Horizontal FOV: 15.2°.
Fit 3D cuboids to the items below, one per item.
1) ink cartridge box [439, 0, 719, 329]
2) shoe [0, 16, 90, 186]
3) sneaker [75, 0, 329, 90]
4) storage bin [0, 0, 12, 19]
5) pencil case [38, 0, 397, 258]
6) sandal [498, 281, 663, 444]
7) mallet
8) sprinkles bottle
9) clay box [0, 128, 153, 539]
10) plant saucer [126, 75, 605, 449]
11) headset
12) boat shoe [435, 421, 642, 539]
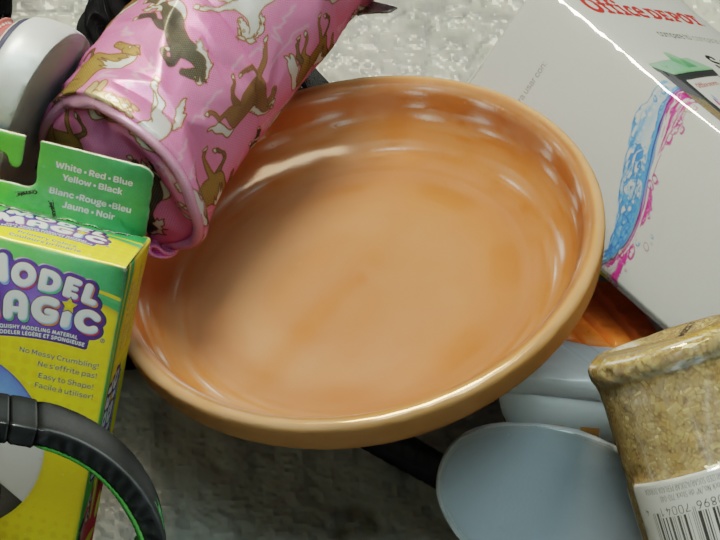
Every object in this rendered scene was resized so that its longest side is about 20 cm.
[{"bbox_3d":[0.154,-0.032,1.147,0.200,0.084,0.145,43,22,24],"label":"ink cartridge box"},{"bbox_3d":[-0.167,-0.075,1.109,0.091,0.200,0.072,31,79,1],"label":"shoe"},{"bbox_3d":[-0.047,-0.086,1.188,0.200,0.114,0.075,33,57,18],"label":"sneaker"},{"bbox_3d":[-0.263,-0.166,1.210,0.199,0.135,0.094,-9,54,-13],"label":"storage bin"},{"bbox_3d":[-0.049,-0.096,1.093,0.086,0.083,0.200,40,57,-4],"label":"pencil case"},{"bbox_3d":[0.058,0.046,1.123,0.206,0.059,0.079,3,32,-9],"label":"sandal"},{"bbox_3d":[-0.032,0.054,1.138,0.200,0.066,0.041,34,54,0],"label":"mallet"},{"bbox_3d":[0.147,0.119,1.022,0.068,0.068,0.201,-18,91,-19],"label":"sprinkles bottle"},{"bbox_3d":[-0.151,0.046,1.030,0.114,0.201,0.048,13,19,4],"label":"clay box"},{"bbox_3d":[0.000,0.000,1.073,0.199,0.038,0.201,-7,44,7],"label":"plant saucer"},{"bbox_3d":[-0.169,0.108,0.975,0.199,0.124,0.094,6,22,-9],"label":"headset"},{"bbox_3d":[0.127,0.107,1.090,0.199,0.066,0.070,13,94,0],"label":"boat shoe"}]
